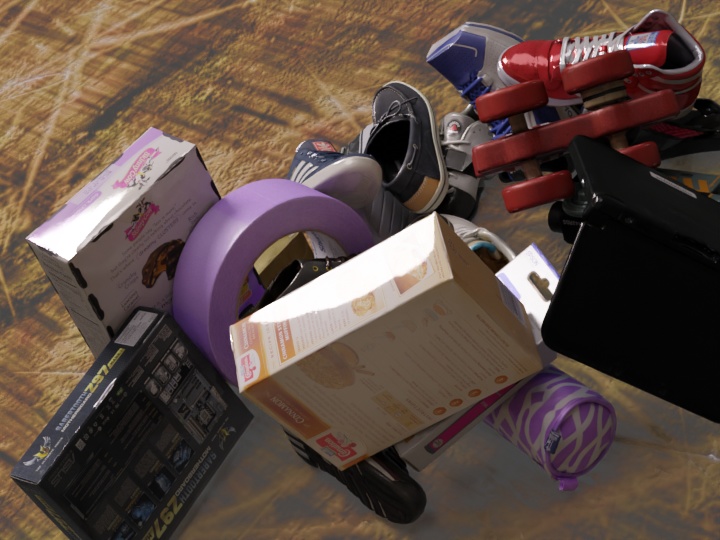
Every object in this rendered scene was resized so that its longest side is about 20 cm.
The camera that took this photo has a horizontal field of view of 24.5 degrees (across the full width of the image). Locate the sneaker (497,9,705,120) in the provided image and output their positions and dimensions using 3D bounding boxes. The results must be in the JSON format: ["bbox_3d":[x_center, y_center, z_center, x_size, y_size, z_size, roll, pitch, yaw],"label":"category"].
[{"bbox_3d":[0.235,-0.205,1.602,0.199,0.113,0.072,9,68,2],"label":"sneaker"}]

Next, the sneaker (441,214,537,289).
[{"bbox_3d":[0.110,-0.010,1.593,0.076,0.081,0.200,-34,39,-11],"label":"sneaker"}]

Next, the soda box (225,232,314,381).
[{"bbox_3d":[-0.130,0.039,1.694,0.064,0.068,0.200,16,54,41],"label":"soda box"}]

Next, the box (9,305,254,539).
[{"bbox_3d":[-0.202,0.158,1.504,0.051,0.158,0.200,8,54,45],"label":"box"}]

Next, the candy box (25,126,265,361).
[{"bbox_3d":[-0.197,-0.003,1.563,0.071,0.201,0.168,24,59,40],"label":"candy box"}]

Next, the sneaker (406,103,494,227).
[{"bbox_3d":[0.096,-0.115,1.731,0.074,0.089,0.200,7,49,35],"label":"sneaker"}]

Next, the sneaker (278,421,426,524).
[{"bbox_3d":[0.019,0.141,1.478,0.115,0.076,0.200,-37,37,-19],"label":"sneaker"}]

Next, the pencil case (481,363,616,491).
[{"bbox_3d":[0.135,0.112,1.441,0.084,0.086,0.200,1,21,-35],"label":"pencil case"}]

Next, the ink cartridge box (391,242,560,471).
[{"bbox_3d":[0.098,0.073,1.410,0.200,0.037,0.095,-42,42,8],"label":"ink cartridge box"}]

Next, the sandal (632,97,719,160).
[{"bbox_3d":[0.328,-0.150,1.664,0.199,0.045,0.075,-5,43,27],"label":"sandal"}]

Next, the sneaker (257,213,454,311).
[{"bbox_3d":[0.000,0.000,1.532,0.200,0.106,0.075,-51,20,-20],"label":"sneaker"}]

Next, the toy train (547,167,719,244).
[{"bbox_3d":[0.276,-0.053,1.554,0.199,0.086,0.114,9,39,38],"label":"toy train"}]

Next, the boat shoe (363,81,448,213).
[{"bbox_3d":[0.039,-0.137,1.719,0.075,0.062,0.201,-50,33,27],"label":"boat shoe"}]

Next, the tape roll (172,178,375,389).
[{"bbox_3d":[-0.078,0.018,1.578,0.200,0.201,0.066,-41,39,-19],"label":"tape roll"}]

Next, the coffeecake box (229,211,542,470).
[{"bbox_3d":[0.021,0.062,1.341,0.199,0.153,0.073,-29,47,18],"label":"coffeecake box"}]

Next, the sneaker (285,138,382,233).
[{"bbox_3d":[-0.034,-0.101,1.678,0.200,0.075,0.085,149,127,-63],"label":"sneaker"}]

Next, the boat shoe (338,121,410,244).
[{"bbox_3d":[0.007,-0.079,1.768,0.071,0.072,0.200,-34,27,24],"label":"boat shoe"}]

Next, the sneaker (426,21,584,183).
[{"bbox_3d":[0.156,-0.157,1.682,0.080,0.199,0.116,-32,32,54],"label":"sneaker"}]

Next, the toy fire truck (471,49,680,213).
[{"bbox_3d":[0.198,-0.129,1.560,0.199,0.113,0.168,-17,1,8],"label":"toy fire truck"}]

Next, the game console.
[{"bbox_3d":[0.244,0.005,1.392,0.117,0.199,0.176,-55,23,26],"label":"game console"}]
